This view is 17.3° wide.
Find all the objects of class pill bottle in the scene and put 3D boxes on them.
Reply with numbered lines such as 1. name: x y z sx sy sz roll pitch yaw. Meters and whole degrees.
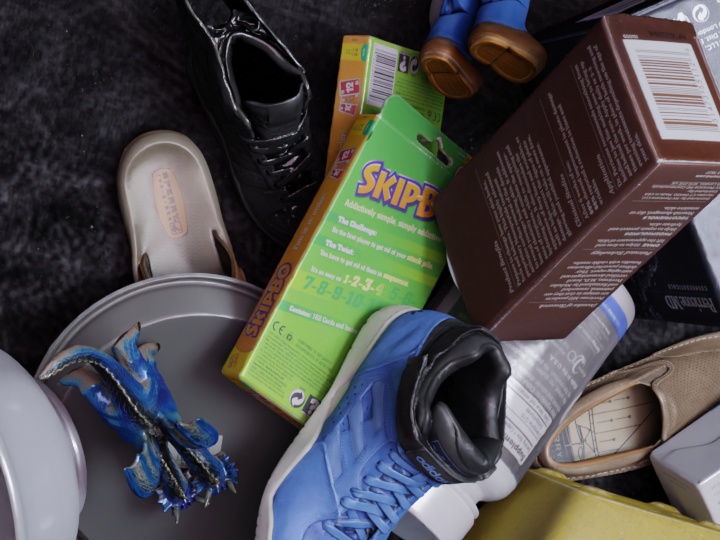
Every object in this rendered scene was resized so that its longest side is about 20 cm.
1. pill bottle: 0.074 0.073 1.493 0.114 0.114 0.200 40 76 -12

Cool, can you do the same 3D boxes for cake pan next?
1. cake pan: -0.107 0.101 1.460 0.200 0.037 0.201 -5 111 -13

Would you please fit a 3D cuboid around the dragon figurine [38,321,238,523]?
1. dragon figurine: -0.120 0.089 1.356 0.059 0.200 0.100 -36 76 -3

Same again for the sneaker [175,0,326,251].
1. sneaker: -0.059 -0.094 1.467 0.060 0.104 0.200 -31 98 -13

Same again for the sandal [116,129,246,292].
1. sandal: -0.101 0.009 1.482 0.080 0.054 0.201 -19 95 -14

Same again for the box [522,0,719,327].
1. box: 0.207 -0.078 1.492 0.117 0.197 0.201 -25 97 -13

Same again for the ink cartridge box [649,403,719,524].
1. ink cartridge box: 0.286 0.178 1.558 0.116 0.068 0.200 -33 114 -12

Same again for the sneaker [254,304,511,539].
1. sneaker: 0.018 0.116 1.368 0.077 0.111 0.200 38 73 -33

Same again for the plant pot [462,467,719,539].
1. plant pot: 0.140 0.236 1.474 0.194 0.195 0.201 18 88 -15

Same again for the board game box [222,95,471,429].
1. board game box: 0.000 0.000 1.437 0.095 0.030 0.200 38 75 -33

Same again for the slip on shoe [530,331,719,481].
1. slip on shoe: 0.194 0.091 1.560 0.199 0.061 0.076 -13 94 -15

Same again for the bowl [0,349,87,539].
1. bowl: -0.224 0.120 1.398 0.090 0.201 0.202 -17 95 -40

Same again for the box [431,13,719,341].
1. box: 0.128 -0.049 1.367 0.075 0.200 0.100 1 60 -34

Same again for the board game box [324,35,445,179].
1. board game box: 0.011 -0.042 1.500 0.095 0.030 0.201 10 84 -56

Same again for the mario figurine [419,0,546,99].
1. mario figurine: 0.108 -0.198 1.509 0.123 0.106 0.201 11 63 12
